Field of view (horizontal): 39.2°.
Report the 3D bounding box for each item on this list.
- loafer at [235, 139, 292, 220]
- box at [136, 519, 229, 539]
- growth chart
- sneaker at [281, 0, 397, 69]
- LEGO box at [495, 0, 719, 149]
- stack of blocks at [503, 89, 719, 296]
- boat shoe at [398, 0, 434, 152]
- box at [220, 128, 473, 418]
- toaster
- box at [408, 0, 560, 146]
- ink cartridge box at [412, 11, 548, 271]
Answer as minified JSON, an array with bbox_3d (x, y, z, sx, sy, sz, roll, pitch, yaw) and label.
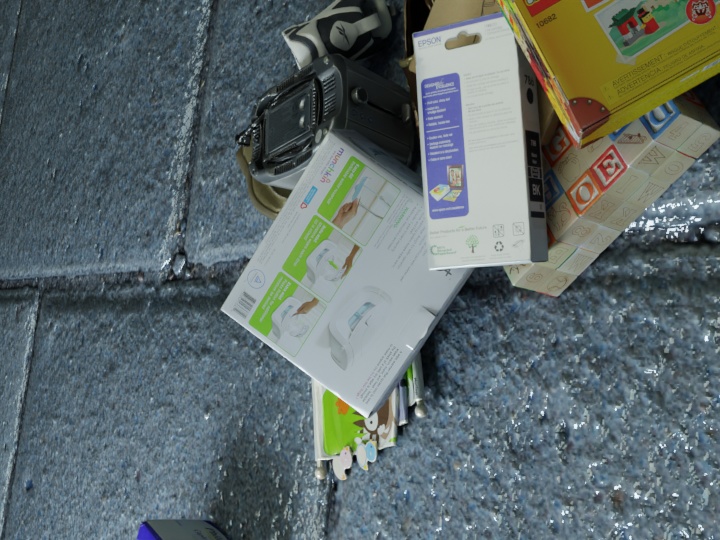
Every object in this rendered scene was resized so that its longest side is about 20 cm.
[{"bbox_3d":[-0.099,-0.120,1.218,0.200,0.075,0.068,52,127,46],"label":"loafer"},{"bbox_3d":[-0.203,0.420,1.173,0.183,0.104,0.202,23,98,53],"label":"box"},{"bbox_3d":[0.005,0.131,1.055,0.200,0.018,0.146,-37,53,43],"label":"growth chart"},{"bbox_3d":[-0.019,-0.271,1.168,0.199,0.128,0.080,-105,-9,-84],"label":"sneaker"},{"bbox_3d":[0.207,-0.203,0.716,0.199,0.077,0.150,-28,82,9],"label":"LEGO box"},{"bbox_3d":[0.187,-0.089,0.842,0.200,0.058,0.116,-49,45,33],"label":"stack of blocks"},{"bbox_3d":[0.068,-0.195,1.018,0.074,0.074,0.205,-22,63,48],"label":"boat shoe"},{"bbox_3d":[0.000,0.000,0.942,0.176,0.097,0.201,34,104,6],"label":"box"},{"bbox_3d":[-0.032,-0.144,1.091,0.199,0.128,0.115,-21,62,48],"label":"toaster"},{"bbox_3d":[0.134,-0.230,0.843,0.163,0.021,0.202,37,115,35],"label":"box"},{"bbox_3d":[0.098,-0.103,0.832,0.099,0.039,0.203,-4,90,36],"label":"ink cartridge box"}]
